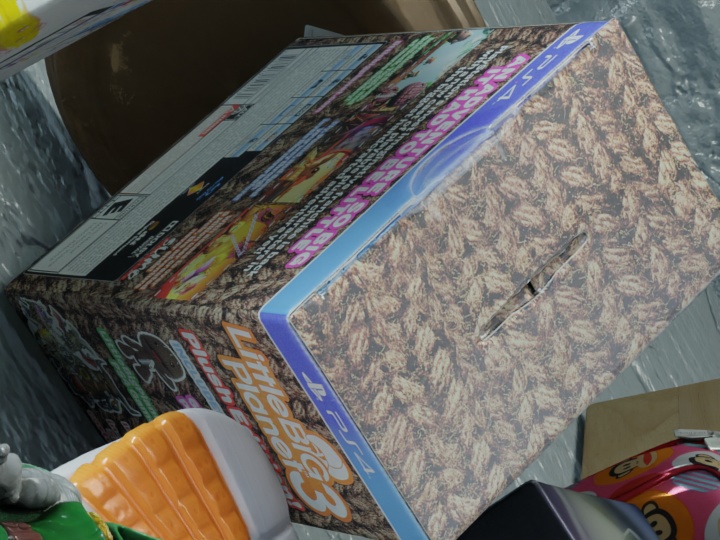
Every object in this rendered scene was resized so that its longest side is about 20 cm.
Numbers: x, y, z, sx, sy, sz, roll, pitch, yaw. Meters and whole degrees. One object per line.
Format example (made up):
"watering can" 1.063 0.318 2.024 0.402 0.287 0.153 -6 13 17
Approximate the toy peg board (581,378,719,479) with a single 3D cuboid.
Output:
"toy peg board" 0.255 0.146 1.854 0.200 0.198 0.098 -71 148 -73

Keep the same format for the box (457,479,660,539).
"box" 0.107 0.208 1.204 0.200 0.123 0.198 56 11 16

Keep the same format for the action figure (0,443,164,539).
"action figure" -0.108 0.082 0.731 0.200 0.054 0.119 6 68 -61

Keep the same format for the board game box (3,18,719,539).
"board game box" 0.000 0.000 0.967 0.200 0.159 0.097 4 -49 57

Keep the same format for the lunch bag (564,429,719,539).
"lunch bag" 0.177 0.191 1.449 0.201 0.176 0.082 62 13 -7

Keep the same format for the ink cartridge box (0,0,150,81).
"ink cartridge box" -0.129 -0.130 0.816 0.148 0.199 0.145 62 12 -3

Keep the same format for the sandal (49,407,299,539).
"sandal" -0.093 0.097 0.846 0.206 0.059 0.080 -17 89 -56

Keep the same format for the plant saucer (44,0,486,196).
"plant saucer" -0.040 -0.072 1.104 0.201 0.199 0.030 58 35 -20
